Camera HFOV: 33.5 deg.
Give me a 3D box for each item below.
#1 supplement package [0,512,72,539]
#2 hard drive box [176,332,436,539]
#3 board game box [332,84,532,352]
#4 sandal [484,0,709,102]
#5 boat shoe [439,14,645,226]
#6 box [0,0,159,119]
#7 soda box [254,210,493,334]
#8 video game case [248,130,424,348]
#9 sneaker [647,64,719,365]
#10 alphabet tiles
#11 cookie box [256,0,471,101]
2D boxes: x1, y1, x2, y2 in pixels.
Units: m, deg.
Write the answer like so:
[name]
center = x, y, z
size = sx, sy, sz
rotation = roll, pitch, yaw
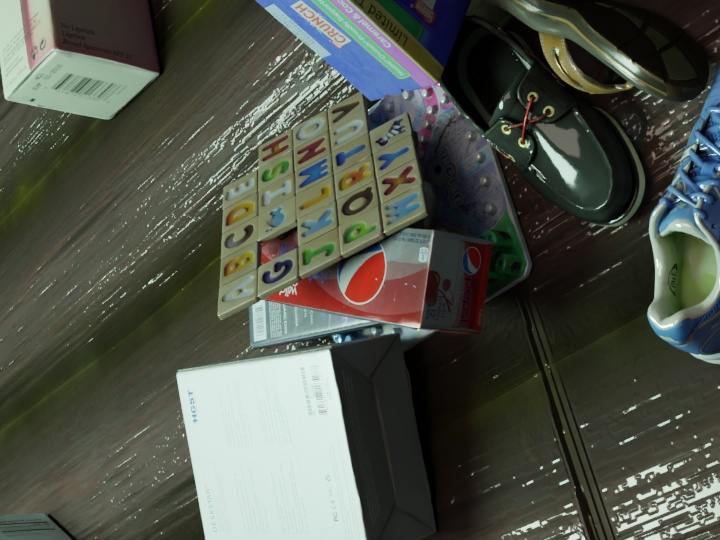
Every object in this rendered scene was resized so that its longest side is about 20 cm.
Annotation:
[supplement package]
center = -0.359, 0.361, 1.221
size = 0.200, 0.150, 0.152
rotation = 23, 103, 46
[hard drive box]
center = -0.049, 0.140, 0.943
size = 0.200, 0.077, 0.156
rotation = -11, 88, 46
[board game box]
center = 0.028, -0.045, 0.938
size = 0.200, 0.026, 0.200
rotation = -35, 61, 40
[sandal]
center = 0.147, -0.149, 0.786
size = 0.200, 0.082, 0.055
rotation = 38, 129, 42
[boat shoe]
center = 0.116, -0.104, 0.824
size = 0.074, 0.063, 0.202
rotation = -54, 51, 26
[box]
center = -0.302, -0.277, 1.253
size = 0.109, 0.128, 0.201
rotation = -30, 65, 41
[soda box]
center = 0.000, 0.000, 0.872
size = 0.200, 0.063, 0.070
rotation = 9, 91, 48
[video game case]
center = -0.025, -0.020, 0.961
size = 0.200, 0.019, 0.143
rotation = -14, 76, 45
[sneaker]
center = 0.216, -0.045, 0.695
size = 0.076, 0.077, 0.201
rotation = 8, 90, 49
[alphabet tiles]
center = -0.033, -0.062, 0.891
size = 0.167, 0.008, 0.200
rotation = -27, 35, 15
[cookie box]
center = 0.009, -0.250, 0.829
size = 0.075, 0.171, 0.200
rotation = -6, 55, 49
